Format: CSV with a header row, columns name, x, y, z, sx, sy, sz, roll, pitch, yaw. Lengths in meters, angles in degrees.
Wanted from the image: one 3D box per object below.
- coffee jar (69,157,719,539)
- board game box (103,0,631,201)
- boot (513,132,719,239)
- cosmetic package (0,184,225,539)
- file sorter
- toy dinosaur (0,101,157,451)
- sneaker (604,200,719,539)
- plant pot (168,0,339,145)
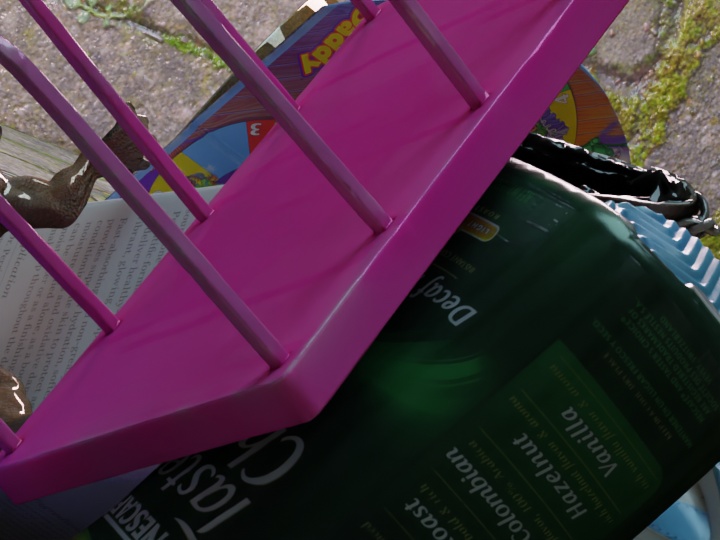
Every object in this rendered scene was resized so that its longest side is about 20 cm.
name,x,y,z,sx,sy,sz,roll,pitch,yaw
coffee jar,-0.005,0.067,0.648,0.085,0.200,0.104,51,-11,-28
board game box,0.000,0.000,0.898,0.158,0.200,0.039,36,22,-37
boot,0.074,0.045,0.864,0.199,0.175,0.069,21,34,-4
cosmetic package,-0.059,0.035,0.804,0.199,0.102,0.071,-5,-34,41
file sorter,-0.037,-0.063,0.673,0.126,0.200,0.139,49,-35,-17
toy dinosaur,-0.140,0.011,0.780,0.135,0.201,0.086,-21,-38,30
sneaker,0.094,0.081,0.761,0.076,0.081,0.201,9,48,-38
plant pot,0.000,0.017,1.130,0.200,0.187,0.186,41,4,0
